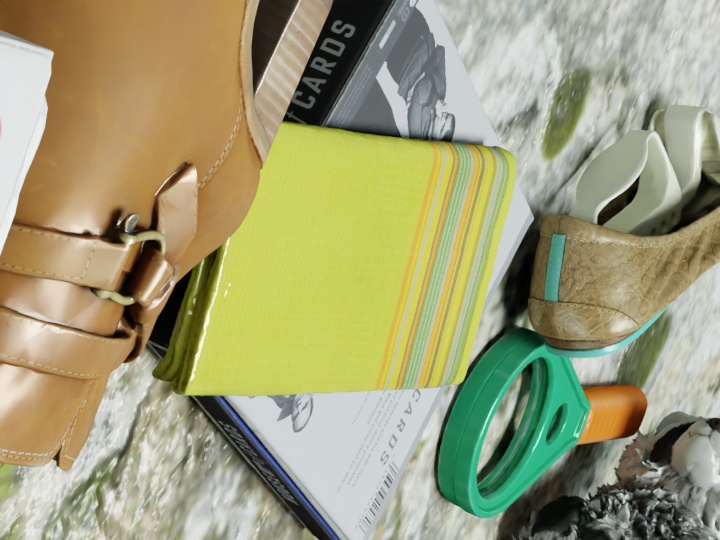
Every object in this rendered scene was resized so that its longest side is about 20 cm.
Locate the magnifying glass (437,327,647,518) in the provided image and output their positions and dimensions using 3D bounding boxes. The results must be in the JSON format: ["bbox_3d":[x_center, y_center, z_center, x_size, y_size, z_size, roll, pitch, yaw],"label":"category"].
[{"bbox_3d":[0.083,0.064,1.189,0.200,0.022,0.080,3,108,-64],"label":"magnifying glass"}]

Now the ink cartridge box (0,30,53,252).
[{"bbox_3d":[-0.159,0.001,0.519,0.200,0.085,0.149,13,99,-68],"label":"ink cartridge box"}]

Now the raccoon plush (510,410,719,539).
[{"bbox_3d":[0.113,0.146,1.268,0.200,0.097,0.134,-47,173,36],"label":"raccoon plush"}]

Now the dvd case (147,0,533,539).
[{"bbox_3d":[0.000,0.000,0.942,0.151,0.025,0.200,-61,157,-14],"label":"dvd case"}]

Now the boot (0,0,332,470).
[{"bbox_3d":[-0.084,-0.032,0.689,0.156,0.076,0.200,-62,164,-3],"label":"boot"}]

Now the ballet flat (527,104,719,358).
[{"bbox_3d":[0.128,-0.028,1.165,0.200,0.067,0.073,-29,118,-50],"label":"ballet flat"}]

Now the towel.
[{"bbox_3d":[-0.003,-0.003,0.886,0.200,0.018,0.087,2,103,-64],"label":"towel"}]
